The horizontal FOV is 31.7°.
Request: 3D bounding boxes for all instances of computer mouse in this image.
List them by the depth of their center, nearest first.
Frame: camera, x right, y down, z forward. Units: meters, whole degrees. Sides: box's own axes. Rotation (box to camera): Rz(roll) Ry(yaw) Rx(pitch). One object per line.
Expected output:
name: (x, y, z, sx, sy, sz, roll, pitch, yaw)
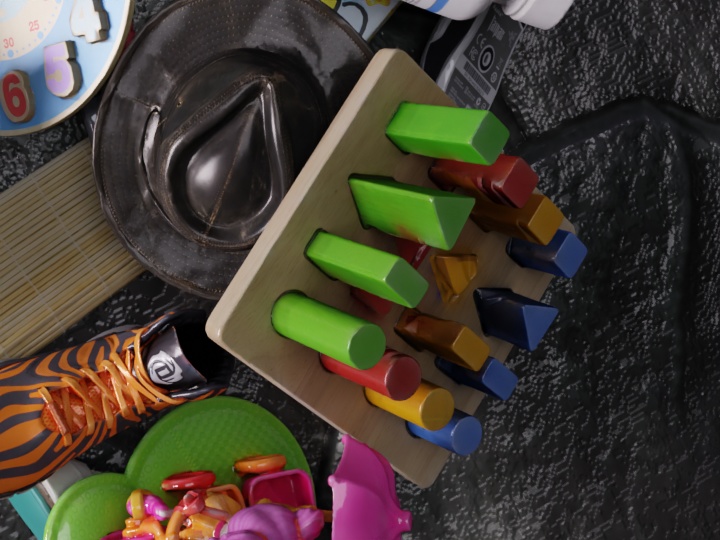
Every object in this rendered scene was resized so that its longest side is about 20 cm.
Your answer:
computer mouse: (0.087, -0.187, 0.904, 0.044, 0.110, 0.202, 23, 83, 34)

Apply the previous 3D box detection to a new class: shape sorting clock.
shape sorting clock: (-0.229, -0.186, 0.798, 0.197, 0.039, 0.203, 2, 96, 22)

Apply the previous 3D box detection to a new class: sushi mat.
sushi mat: (-0.214, -0.001, 0.808, 0.200, 0.012, 0.096, -41, 97, -35)

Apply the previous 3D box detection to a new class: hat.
hat: (-0.074, -0.074, 0.760, 0.198, 0.081, 0.204, 0, 99, 0)

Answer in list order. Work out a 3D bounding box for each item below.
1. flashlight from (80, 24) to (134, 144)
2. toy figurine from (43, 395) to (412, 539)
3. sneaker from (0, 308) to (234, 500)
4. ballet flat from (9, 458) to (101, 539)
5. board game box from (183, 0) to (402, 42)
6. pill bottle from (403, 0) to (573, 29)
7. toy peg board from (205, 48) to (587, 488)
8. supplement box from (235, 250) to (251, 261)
flashlight: (-0.163, -0.175, 0.838, 0.067, 0.068, 0.202, -18, 89, 21)
toy figurine: (-0.061, 0.148, 0.748, 0.198, 0.183, 0.152, -6, 85, -36)
sneaker: (-0.154, 0.067, 0.757, 0.199, 0.111, 0.078, -33, 99, -49)
ballet flat: (-0.167, 0.177, 0.820, 0.069, 0.069, 0.201, -32, 97, -14)
board game box: (-0.022, -0.202, 0.862, 0.103, 0.105, 0.201, 41, 78, -7)
pill bottle: (0.039, -0.220, 0.768, 0.198, 0.112, 0.114, 18, 81, -13)
toy peg board: (0.050, 0.012, 0.749, 0.199, 0.097, 0.201, 39, 78, -35)
supplement box: (0.000, 0.000, 0.864, 0.126, 0.073, 0.200, -43, 95, -13)
